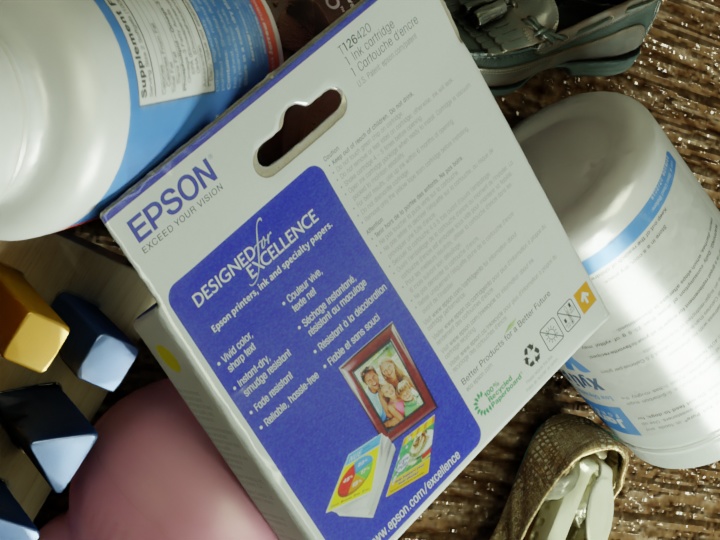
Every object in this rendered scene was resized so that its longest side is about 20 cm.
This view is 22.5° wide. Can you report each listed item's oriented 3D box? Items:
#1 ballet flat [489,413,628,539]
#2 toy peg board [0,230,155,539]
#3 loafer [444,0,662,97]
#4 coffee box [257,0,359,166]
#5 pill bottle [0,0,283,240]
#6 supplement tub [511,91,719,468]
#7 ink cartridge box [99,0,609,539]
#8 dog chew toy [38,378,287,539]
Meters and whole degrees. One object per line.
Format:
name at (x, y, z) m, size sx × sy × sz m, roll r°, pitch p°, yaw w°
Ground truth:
ballet flat at (0.104, 0.178, 1.062) m, size 0.070 × 0.065 × 0.201 m, roll 31°, pitch 74°, yaw -37°
toy peg board at (-0.191, 0.069, 0.749) m, size 0.199 × 0.098 × 0.200 m, roll 27°, pitch 97°, yaw -38°
loafer at (0.097, -0.146, 1.021) m, size 0.200 × 0.063 × 0.072 m, roll -12°, pitch 57°, yaw -44°
coffee box at (-0.034, -0.079, 0.877) m, size 0.113 × 0.080 × 0.201 m, roll -25°, pitch 86°, yaw -33°
pill bottle at (-0.124, -0.073, 0.734) m, size 0.200 × 0.112 × 0.113 m, roll -24°, pitch 110°, yaw -60°
supplement tub at (0.158, 0.007, 1.052) m, size 0.200 × 0.132 × 0.132 m, roll 49°, pitch 64°, yaw -30°
ink cartridge box at (0.000, 0.000, 0.793) m, size 0.198 × 0.047 × 0.200 m, roll -42°, pitch 111°, yaw -27°
dog chew toy at (-0.104, 0.148, 0.845) m, size 0.124 × 0.125 × 0.200 m, roll 33°, pitch 100°, yaw -36°
